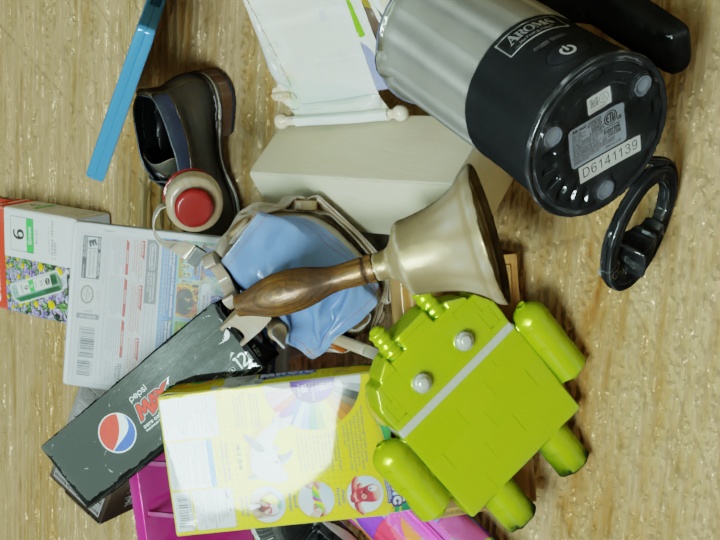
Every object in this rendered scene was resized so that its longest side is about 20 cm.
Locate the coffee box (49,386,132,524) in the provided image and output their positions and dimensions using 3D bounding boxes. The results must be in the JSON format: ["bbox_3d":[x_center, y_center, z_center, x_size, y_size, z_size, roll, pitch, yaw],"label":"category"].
[{"bbox_3d":[-0.206,0.125,1.320,0.080,0.114,0.201,36,119,24],"label":"coffee box"}]

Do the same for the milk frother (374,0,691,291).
[{"bbox_3d":[0.130,-0.102,0.999,0.188,0.179,0.202,44,139,45],"label":"milk frother"}]

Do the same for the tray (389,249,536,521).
[{"bbox_3d":[0.082,0.090,1.108,0.037,0.098,0.202,-154,58,-74],"label":"tray"}]

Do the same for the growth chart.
[{"bbox_3d":[-0.029,-0.191,1.073,0.143,0.018,0.201,5,131,26],"label":"growth chart"}]

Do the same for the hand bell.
[{"bbox_3d":[0.000,0.000,1.016,0.198,0.104,0.105,-16,90,12],"label":"hand bell"}]

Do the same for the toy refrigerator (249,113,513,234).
[{"bbox_3d":[0.017,-0.075,1.126,0.199,0.076,0.070,5,139,36],"label":"toy refrigerator"}]

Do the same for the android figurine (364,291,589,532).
[{"bbox_3d":[0.086,0.101,1.070,0.200,0.182,0.041,51,170,-16],"label":"android figurine"}]

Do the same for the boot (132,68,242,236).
[{"bbox_3d":[-0.162,-0.077,1.255,0.074,0.097,0.202,4,102,35],"label":"boot"}]

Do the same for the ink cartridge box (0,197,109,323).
[{"bbox_3d":[-0.341,-0.014,1.430,0.199,0.050,0.110,10,105,34],"label":"ink cartridge box"}]

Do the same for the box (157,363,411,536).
[{"bbox_3d":[-0.053,0.139,1.102,0.198,0.048,0.119,-6,97,8],"label":"box"}]

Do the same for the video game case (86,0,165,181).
[{"bbox_3d":[-0.197,-0.183,1.219,0.018,0.201,0.144,19,118,-11],"label":"video game case"}]

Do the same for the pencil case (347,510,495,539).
[{"bbox_3d":[0.057,0.222,1.163,0.200,0.088,0.089,40,120,23],"label":"pencil case"}]

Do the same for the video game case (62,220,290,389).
[{"bbox_3d":[-0.156,0.039,1.201,0.198,0.018,0.145,7,97,10],"label":"video game case"}]

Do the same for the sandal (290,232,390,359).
[{"bbox_3d":[-0.033,0.018,1.213,0.202,0.050,0.083,-27,97,24],"label":"sandal"}]

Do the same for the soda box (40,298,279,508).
[{"bbox_3d":[-0.167,0.108,1.168,0.200,0.063,0.071,-39,88,11],"label":"soda box"}]

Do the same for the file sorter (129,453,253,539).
[{"bbox_3d":[-0.106,0.248,1.255,0.125,0.139,0.202,-2,98,36],"label":"file sorter"}]

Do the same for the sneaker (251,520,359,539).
[{"bbox_3d":[-0.017,0.249,1.175,0.090,0.067,0.200,16,148,56],"label":"sneaker"}]

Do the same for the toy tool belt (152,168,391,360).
[{"bbox_3d":[-0.066,-0.002,1.093,0.199,0.123,0.125,34,100,-18],"label":"toy tool belt"}]
